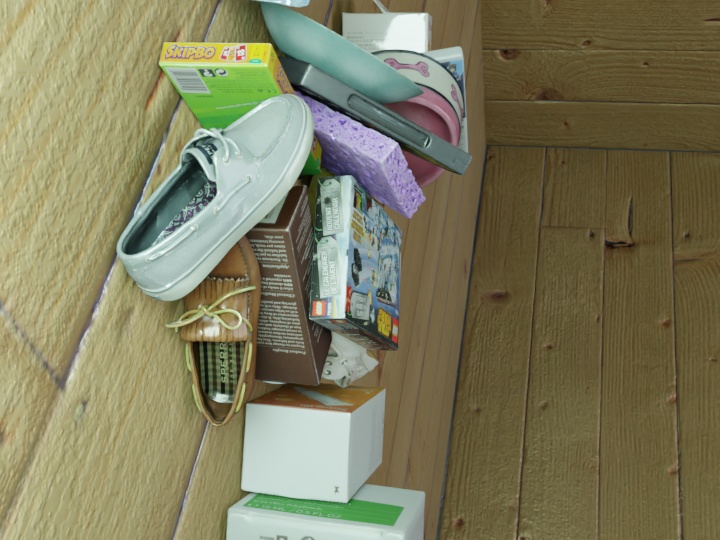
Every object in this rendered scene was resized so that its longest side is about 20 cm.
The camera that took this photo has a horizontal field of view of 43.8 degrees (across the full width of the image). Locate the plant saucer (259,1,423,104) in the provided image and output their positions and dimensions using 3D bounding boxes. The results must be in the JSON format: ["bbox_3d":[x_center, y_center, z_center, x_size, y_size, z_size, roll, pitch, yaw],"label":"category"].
[{"bbox_3d":[-0.027,-0.220,0.946,0.039,0.199,0.201,-60,169,7],"label":"plant saucer"}]

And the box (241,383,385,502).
[{"bbox_3d":[-0.049,0.195,1.057,0.200,0.122,0.100,-3,96,-78],"label":"box"}]

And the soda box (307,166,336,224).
[{"bbox_3d":[-0.033,-0.061,1.027,0.064,0.067,0.203,-56,169,-66],"label":"soda box"}]

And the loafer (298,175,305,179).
[{"bbox_3d":[-0.058,-0.187,1.044,0.063,0.070,0.204,81,15,-64],"label":"loafer"}]

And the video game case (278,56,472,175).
[{"bbox_3d":[0.003,-0.160,0.905,0.026,0.178,0.200,-61,-161,6],"label":"video game case"}]

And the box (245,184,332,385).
[{"bbox_3d":[-0.091,0.016,0.873,0.076,0.098,0.203,-71,161,-49],"label":"box"}]

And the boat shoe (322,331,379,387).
[{"bbox_3d":[-0.034,0.095,1.035,0.069,0.071,0.200,-47,152,-6],"label":"boat shoe"}]

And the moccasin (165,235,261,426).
[{"bbox_3d":[-0.129,0.045,0.792,0.078,0.072,0.205,-80,178,-62],"label":"moccasin"}]

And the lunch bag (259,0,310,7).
[{"bbox_3d":[-0.073,-0.370,0.803,0.171,0.125,0.202,-70,169,-46],"label":"lunch bag"}]

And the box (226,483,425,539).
[{"bbox_3d":[-0.035,0.350,0.987,0.171,0.195,0.205,3,90,-78],"label":"box"}]

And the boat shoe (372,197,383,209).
[{"bbox_3d":[-0.027,-0.087,1.220,0.070,0.073,0.200,-55,162,8],"label":"boat shoe"}]

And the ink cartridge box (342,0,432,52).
[{"bbox_3d":[0.041,-0.295,1.304,0.129,0.122,0.204,-64,155,-75],"label":"ink cartridge box"}]

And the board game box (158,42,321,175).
[{"bbox_3d":[-0.098,-0.139,0.805,0.201,0.094,0.031,65,31,-65],"label":"board game box"}]

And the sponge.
[{"bbox_3d":[-0.030,-0.129,0.894,0.030,0.199,0.112,-52,151,-8],"label":"sponge"}]

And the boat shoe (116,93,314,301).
[{"bbox_3d":[-0.111,-0.069,0.697,0.202,0.069,0.072,-52,149,-13],"label":"boat shoe"}]

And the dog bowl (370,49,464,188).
[{"bbox_3d":[0.041,-0.182,1.164,0.202,0.196,0.075,78,5,-49],"label":"dog bowl"}]

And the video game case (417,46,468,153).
[{"bbox_3d":[0.045,-0.208,1.209,0.184,0.196,0.023,78,5,-49],"label":"video game case"}]

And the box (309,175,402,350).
[{"bbox_3d":[0.000,0.000,0.928,0.200,0.039,0.140,39,51,-68],"label":"box"}]
